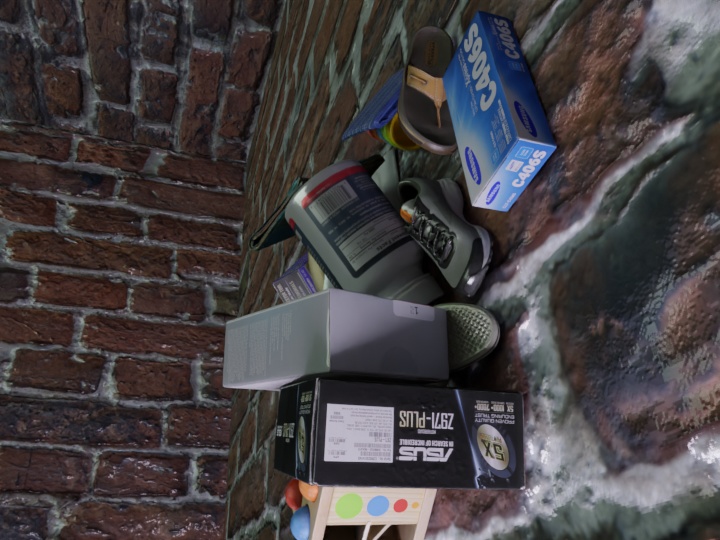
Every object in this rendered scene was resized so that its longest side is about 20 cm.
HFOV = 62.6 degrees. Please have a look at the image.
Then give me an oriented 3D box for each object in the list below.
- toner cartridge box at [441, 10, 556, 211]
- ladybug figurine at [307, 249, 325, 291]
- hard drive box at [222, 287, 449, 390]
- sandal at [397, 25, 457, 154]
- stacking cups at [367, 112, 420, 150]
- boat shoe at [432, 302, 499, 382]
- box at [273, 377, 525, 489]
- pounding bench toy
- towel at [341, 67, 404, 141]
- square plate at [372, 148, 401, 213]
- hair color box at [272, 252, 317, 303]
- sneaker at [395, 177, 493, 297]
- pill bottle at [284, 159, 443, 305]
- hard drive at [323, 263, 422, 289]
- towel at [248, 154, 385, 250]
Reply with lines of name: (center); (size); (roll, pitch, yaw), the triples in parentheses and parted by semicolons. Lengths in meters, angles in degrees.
toner cartridge box: (0.138, -0.170, 0.622); (0.095, 0.043, 0.201); (117, 154, -50)
ladybug figurine: (0.000, 0.000, 0.857); (0.072, 0.135, 0.201); (38, -150, -77)
hard drive box: (-0.031, 0.085, 0.630); (0.199, 0.155, 0.078); (-18, 67, 47)
sandal: (0.093, -0.236, 0.740); (0.055, 0.081, 0.202); (115, 165, -65)
stacking cups: (0.048, -0.216, 0.913); (0.200, 0.060, 0.061); (-137, 56, -72)
boat shoe: (0.084, 0.088, 0.662); (0.200, 0.062, 0.075); (-34, 54, 48)
box: (0.030, 0.157, 0.571); (0.164, 0.198, 0.087); (145, 130, -67)
pounding bench toy: (-0.002, 0.231, 0.716); (0.124, 0.155, 0.202); (-131, 51, -68)
towel: (0.043, -0.254, 0.885); (0.145, 0.024, 0.200); (-50, 16, -5)
square plate: (0.021, -0.064, 0.981); (0.198, 0.028, 0.201); (122, 151, -52)
hair color box: (-0.064, 0.028, 0.960); (0.110, 0.065, 0.200); (59, -164, -8)
sneaker: (0.088, -0.041, 0.670); (0.201, 0.079, 0.074); (-108, 32, -51)
pill bottle: (0.008, -0.024, 0.732); (0.201, 0.119, 0.120); (54, 150, 9)
hard drive: (0.015, 0.026, 0.800); (0.027, 0.131, 0.202); (40, -126, -77)
towel: (-0.059, -0.099, 0.839); (0.022, 0.200, 0.147); (51, 129, 7)
